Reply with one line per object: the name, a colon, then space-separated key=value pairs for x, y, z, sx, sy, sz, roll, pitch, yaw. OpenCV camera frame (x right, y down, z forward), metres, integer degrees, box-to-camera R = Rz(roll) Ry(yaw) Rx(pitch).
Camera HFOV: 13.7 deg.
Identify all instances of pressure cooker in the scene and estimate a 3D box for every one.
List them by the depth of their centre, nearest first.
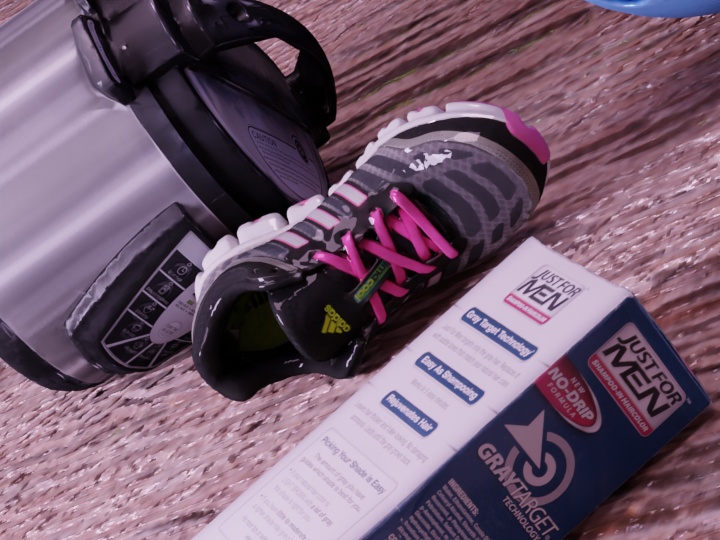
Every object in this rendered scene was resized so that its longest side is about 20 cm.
pressure cooker: x=-0.109 y=-0.060 z=1.431 sx=0.200 sy=0.179 sz=0.176 roll=-34 pitch=20 yaw=13

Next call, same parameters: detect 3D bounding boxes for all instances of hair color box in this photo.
hair color box: x=0.025 y=0.083 z=1.118 sx=0.200 sy=0.061 sz=0.100 roll=-42 pitch=23 yaw=-6

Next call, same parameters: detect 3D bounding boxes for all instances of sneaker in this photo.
sneaker: x=0.000 y=0.000 z=1.299 sx=0.199 sy=0.074 sz=0.088 roll=-28 pitch=27 yaw=31

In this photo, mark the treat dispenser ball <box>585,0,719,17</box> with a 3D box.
treat dispenser ball: x=0.137 y=-0.212 z=1.315 sx=0.200 sy=0.201 sz=0.201 roll=-32 pitch=24 yaw=16
